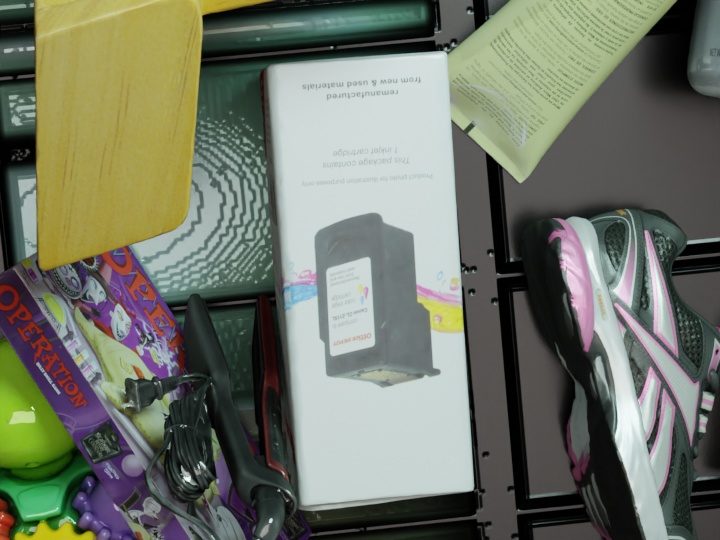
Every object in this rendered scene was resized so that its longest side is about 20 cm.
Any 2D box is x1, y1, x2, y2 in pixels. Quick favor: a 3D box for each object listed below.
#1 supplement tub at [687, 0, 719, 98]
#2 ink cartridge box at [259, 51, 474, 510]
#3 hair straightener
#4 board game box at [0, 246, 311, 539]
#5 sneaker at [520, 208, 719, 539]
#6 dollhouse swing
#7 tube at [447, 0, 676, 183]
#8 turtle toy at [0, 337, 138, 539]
[{"bbox_3d":[0.231,-0.178,0.894,0.122,0.123,0.201,7,94,-4],"label":"supplement tub"},{"bbox_3d":[0.000,0.000,0.884,0.082,0.146,0.201,-5,96,-5],"label":"ink cartridge box"},{"bbox_3d":[-0.072,0.073,0.849,0.077,0.200,0.041,3,123,-9],"label":"hair straightener"},{"bbox_3d":[-0.100,0.072,0.898,0.032,0.120,0.200,-31,96,15],"label":"board game box"},{"bbox_3d":[0.151,0.062,0.936,0.086,0.080,0.201,-17,101,-12],"label":"sneaker"},{"bbox_3d":[-0.059,-0.128,0.827,0.175,0.201,0.182,-1,135,-10],"label":"dollhouse swing"},{"bbox_3d":[0.110,-0.128,0.895,0.200,0.052,0.058,-46,54,36],"label":"tube"},{"bbox_3d":[-0.150,0.130,0.907,0.145,0.101,0.201,-12,87,-2],"label":"turtle toy"}]
